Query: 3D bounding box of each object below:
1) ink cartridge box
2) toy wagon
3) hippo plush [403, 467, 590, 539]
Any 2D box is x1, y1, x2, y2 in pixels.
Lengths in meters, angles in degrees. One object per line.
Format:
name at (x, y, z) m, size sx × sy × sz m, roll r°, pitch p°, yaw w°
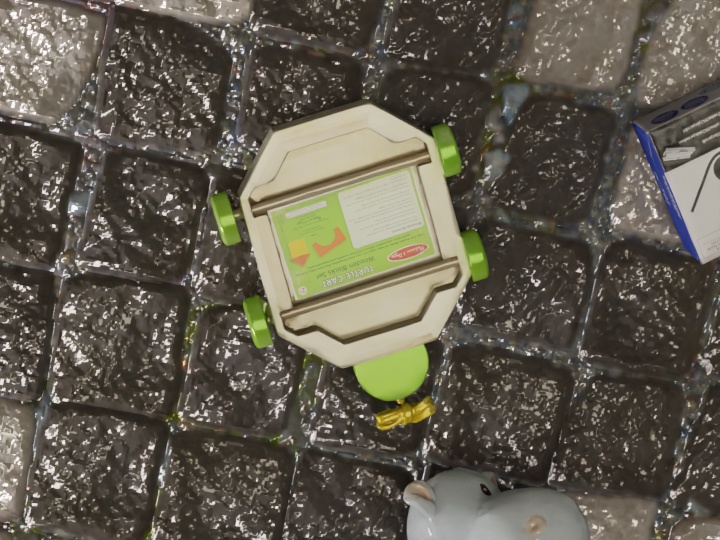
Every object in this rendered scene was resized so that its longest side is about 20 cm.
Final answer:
ink cartridge box at (0.280, -0.092, 1.317) m, size 0.199 × 0.044 × 0.095 m, roll -26°, pitch 105°, yaw -1°
toy wagon at (0.000, 0.000, 1.308) m, size 0.154 × 0.040 × 0.202 m, roll -17°, pitch 104°, yaw -3°
hippo plush at (0.083, 0.209, 1.332) m, size 0.199 × 0.159 × 0.162 m, roll 2°, pitch 83°, yaw 35°
